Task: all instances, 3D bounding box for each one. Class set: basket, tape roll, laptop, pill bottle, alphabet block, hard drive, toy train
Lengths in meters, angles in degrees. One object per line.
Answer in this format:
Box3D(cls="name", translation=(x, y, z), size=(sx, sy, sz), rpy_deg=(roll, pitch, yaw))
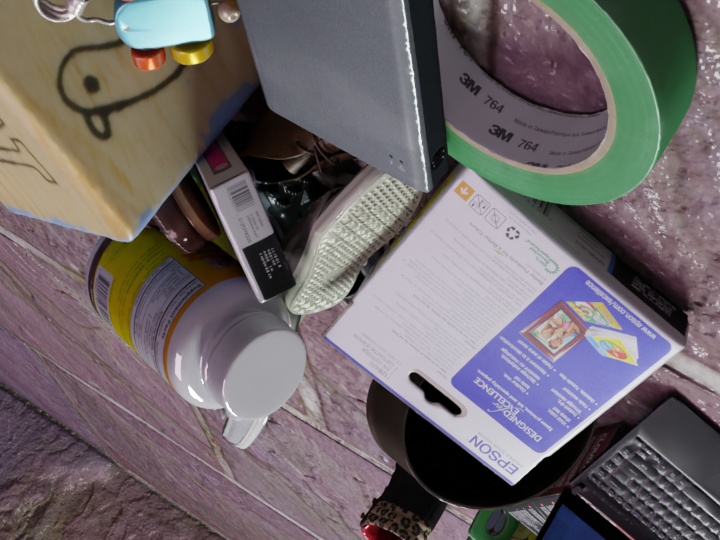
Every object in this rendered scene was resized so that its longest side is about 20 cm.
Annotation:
Box3D(cls="basket", translation=(0.087, 0.125, 0.974), size=(0.200, 0.178, 0.138), rpy_deg=(167, 85, -73))
Box3D(cls="tape roll", translation=(0.088, -0.124, 0.620), size=(0.199, 0.048, 0.201), rpy_deg=(31, 156, 15))
Box3D(cls="laptop", translation=(0.245, 0.237, 0.880), size=(0.177, 0.104, 0.200), rpy_deg=(39, 120, -5))
Box3D(cls="pill bottle", translation=(-0.131, 0.036, 0.877), size=(0.199, 0.109, 0.110), rpy_deg=(34, 161, 41))
Box3D(cls="alphabet block", translation=(-0.219, -0.168, 0.803), size=(0.194, 0.197, 0.201), rpy_deg=(11, 147, 43))
Box3D(cls="hard drive", translation=(-0.016, -0.144, 0.633), size=(0.139, 0.033, 0.201), rpy_deg=(31, 156, 26))
Box3D(cls="toy train", translation=(-0.107, -0.214, 0.672), size=(0.199, 0.056, 0.149), rpy_deg=(-35, 133, 29))

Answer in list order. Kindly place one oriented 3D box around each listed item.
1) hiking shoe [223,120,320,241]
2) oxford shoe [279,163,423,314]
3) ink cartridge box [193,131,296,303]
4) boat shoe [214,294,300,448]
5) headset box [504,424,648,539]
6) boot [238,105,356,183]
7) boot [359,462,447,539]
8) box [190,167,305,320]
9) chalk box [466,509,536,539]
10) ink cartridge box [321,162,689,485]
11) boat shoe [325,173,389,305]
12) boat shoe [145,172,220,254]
Box3D(cls="hiking shoe", translation=(-0.074, -0.054, 0.974), size=(0.086, 0.074, 0.202), rpy_deg=(28, 145, 34))
Box3D(cls="oxford shoe", translation=(-0.015, -0.036, 0.815), size=(0.200, 0.074, 0.059), rpy_deg=(-51, 50, 52))
Box3D(cls="ink cartridge box", translation=(-0.101, -0.057, 0.850), size=(0.096, 0.037, 0.200), rpy_deg=(68, 171, -26))
Box3D(cls="boat shoe", translation=(-0.100, 0.082, 0.996), size=(0.064, 0.075, 0.204), rpy_deg=(18, 133, -3))
Box3D(cls="headset box", translation=(0.241, 0.227, 1.021), size=(0.148, 0.075, 0.200), rpy_deg=(38, 157, -3))
Box3D(cls="boot", translation=(-0.016, -0.094, 0.796), size=(0.198, 0.076, 0.074), rpy_deg=(3, 138, 51))
Box3D(cls="boot", translation=(0.049, 0.232, 1.212), size=(0.073, 0.151, 0.199), rpy_deg=(45, 156, -21))
Box3D(cls="box", translation=(-0.121, -0.019, 1.035), size=(0.048, 0.118, 0.201), rpy_deg=(9, 144, 46))
Box3D(cls="chalk box", translation=(0.195, 0.321, 1.202), size=(0.200, 0.125, 0.123), rpy_deg=(48, 155, -26))
Box3D(cls="ink cartridge box", translation=(0.101, 0.040, 0.808), size=(0.197, 0.047, 0.200), rpy_deg=(38, 130, -5))
Box3D(cls="boat shoe", translation=(0.000, 0.000, 0.965), size=(0.073, 0.061, 0.201), rpy_deg=(27, 155, 23))
Box3D(cls="boat shoe", translation=(-0.168, -0.067, 0.881), size=(0.071, 0.070, 0.201), rpy_deg=(54, -179, -37))
